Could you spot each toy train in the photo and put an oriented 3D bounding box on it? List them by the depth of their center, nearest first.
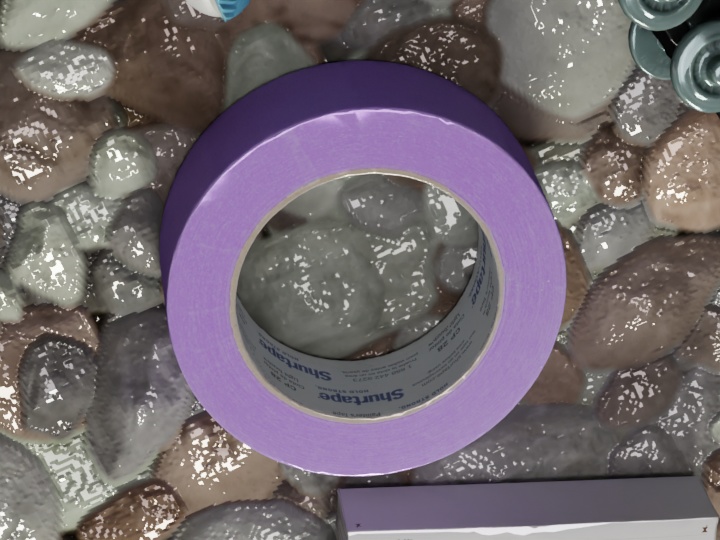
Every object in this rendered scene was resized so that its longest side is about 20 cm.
[{"bbox_3d":[0.159,-0.166,1.295,0.114,0.085,0.200,-38,115,0],"label":"toy train"}]

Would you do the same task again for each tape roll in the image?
[{"bbox_3d":[0.000,0.000,1.358,0.198,0.066,0.202,-3,115,-7],"label":"tape roll"}]

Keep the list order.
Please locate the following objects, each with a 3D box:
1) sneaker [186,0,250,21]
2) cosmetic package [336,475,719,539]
[{"bbox_3d":[-0.091,-0.203,1.247,0.080,0.077,0.201,11,138,31],"label":"sneaker"},{"bbox_3d":[0.086,0.158,1.452,0.198,0.051,0.083,-1,117,-8],"label":"cosmetic package"}]
